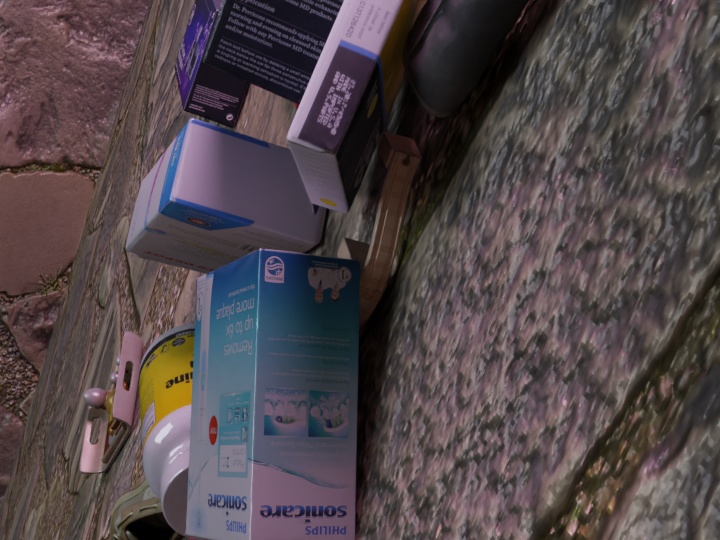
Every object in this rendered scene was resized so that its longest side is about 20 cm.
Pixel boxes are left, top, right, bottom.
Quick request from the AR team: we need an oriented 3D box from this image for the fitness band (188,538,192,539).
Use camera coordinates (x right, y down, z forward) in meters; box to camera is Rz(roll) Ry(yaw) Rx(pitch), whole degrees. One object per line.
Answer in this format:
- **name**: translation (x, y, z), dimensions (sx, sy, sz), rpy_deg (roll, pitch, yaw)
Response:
- **fitness band**: translation (-0.133, 0.293, 0.974), dimensions (0.200, 0.037, 0.146), rpy_deg (-136, 60, -68)

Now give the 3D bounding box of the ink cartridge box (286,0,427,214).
- **ink cartridge box**: translation (0.010, -0.148, 0.806), dimensions (0.200, 0.046, 0.201), rpy_deg (68, -138, -78)

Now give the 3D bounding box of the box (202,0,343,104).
- **box**: translation (-0.038, -0.270, 0.939), dimensions (0.201, 0.122, 0.199), rpy_deg (-89, 23, -65)

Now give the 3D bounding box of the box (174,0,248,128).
- **box**: translation (-0.194, -0.301, 1.490), dimensions (0.143, 0.078, 0.201), rpy_deg (-65, 22, 19)

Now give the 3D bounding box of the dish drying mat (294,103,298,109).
- **dish drying mat**: translation (-0.068, -0.244, 1.199), dimensions (0.201, 0.018, 0.078), rpy_deg (-114, 42, -58)

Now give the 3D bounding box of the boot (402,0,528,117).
- **boot**: translation (0.086, -0.169, 0.661), dimensions (0.200, 0.072, 0.183), rpy_deg (-47, 20, 41)

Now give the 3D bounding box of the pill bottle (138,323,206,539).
- **pill bottle**: translation (-0.142, 0.144, 0.988), dimensions (0.201, 0.111, 0.114), rpy_deg (-114, 44, -59)

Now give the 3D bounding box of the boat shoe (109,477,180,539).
- **boat shoe**: translation (-0.222, 0.271, 1.173), dimensions (0.201, 0.072, 0.064), rpy_deg (-46, 29, 40)

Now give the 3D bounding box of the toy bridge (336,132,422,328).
- **toy bridge**: translation (0.000, 0.000, 0.831), dimensions (0.068, 0.027, 0.202), rpy_deg (-112, 40, -58)

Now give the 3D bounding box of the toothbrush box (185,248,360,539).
- **toothbrush box**: translation (-0.067, 0.098, 0.811), dimensions (0.146, 0.084, 0.204), rpy_deg (-17, 70, 62)

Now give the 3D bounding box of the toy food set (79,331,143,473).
- **toy food set**: translation (-0.386, 0.204, 1.666), dimensions (0.200, 0.059, 0.145), rpy_deg (128, 150, -48)

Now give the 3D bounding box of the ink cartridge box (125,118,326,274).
- **ink cartridge box**: translation (-0.131, -0.058, 1.052), dimensions (0.200, 0.142, 0.086), rpy_deg (152, 131, -63)
